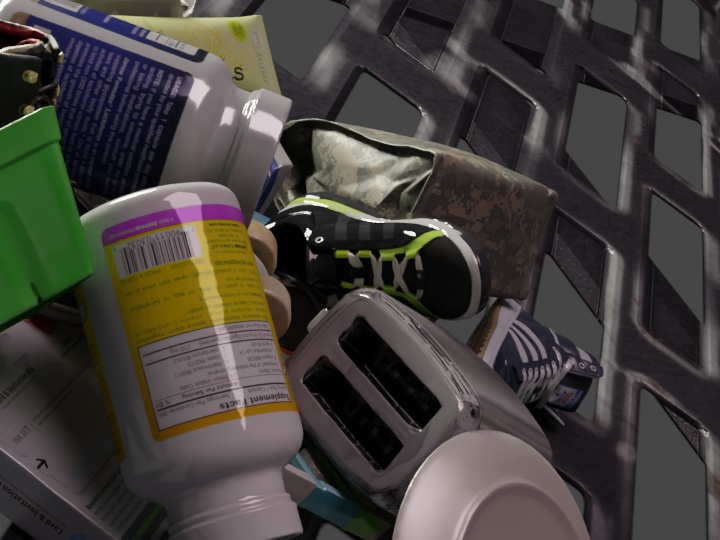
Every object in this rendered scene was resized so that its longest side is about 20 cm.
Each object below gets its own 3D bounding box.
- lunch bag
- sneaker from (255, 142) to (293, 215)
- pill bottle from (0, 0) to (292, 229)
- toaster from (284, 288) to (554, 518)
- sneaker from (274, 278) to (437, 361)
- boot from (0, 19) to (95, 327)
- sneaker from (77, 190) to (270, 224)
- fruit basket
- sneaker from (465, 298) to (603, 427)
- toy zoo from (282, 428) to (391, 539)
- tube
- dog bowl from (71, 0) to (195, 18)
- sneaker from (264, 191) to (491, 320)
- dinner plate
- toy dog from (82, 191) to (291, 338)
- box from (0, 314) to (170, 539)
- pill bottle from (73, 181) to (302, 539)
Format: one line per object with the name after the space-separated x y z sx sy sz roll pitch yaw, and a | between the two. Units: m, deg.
0.030 -0.055 1.449 0.164 0.118 0.200 14 6 -46 | lunch bag
-0.159 -0.109 1.357 0.199 0.081 0.115 42 28 24 | sneaker
-0.152 -0.102 1.147 0.199 0.116 0.116 20 27 -3 | pill bottle
0.037 0.102 1.148 0.200 0.114 0.129 49 8 38 | toaster
-0.017 0.021 1.309 0.200 0.082 0.077 10 37 -46 | sneaker
-0.189 -0.059 1.054 0.203 0.154 0.073 19 29 16 | boot
-0.142 -0.066 1.280 0.200 0.090 0.078 28 27 -22 | sneaker
-0.270 -0.038 0.930 0.215 0.155 0.217 6 76 -24 | fruit basket
0.133 0.090 1.408 0.108 0.070 0.200 36 22 0 | sneaker
-0.062 0.099 1.107 0.131 0.020 0.200 52 8 34 | toy zoo
-0.136 -0.166 1.328 0.052 0.058 0.200 32 22 36 | tube
-0.226 -0.221 1.387 0.199 0.059 0.200 11 20 -4 | dog bowl
0.000 0.000 1.223 0.200 0.072 0.083 16 30 41 | sneaker
0.091 0.194 1.045 0.200 0.024 0.201 14 70 -44 | dinner plate
-0.143 0.010 1.185 0.199 0.097 0.132 24 28 4 | toy dog
-0.154 0.111 1.029 0.200 0.041 0.156 39 24 -2 | box
-0.093 0.059 0.970 0.104 0.104 0.201 -1 72 -53 | pill bottle
